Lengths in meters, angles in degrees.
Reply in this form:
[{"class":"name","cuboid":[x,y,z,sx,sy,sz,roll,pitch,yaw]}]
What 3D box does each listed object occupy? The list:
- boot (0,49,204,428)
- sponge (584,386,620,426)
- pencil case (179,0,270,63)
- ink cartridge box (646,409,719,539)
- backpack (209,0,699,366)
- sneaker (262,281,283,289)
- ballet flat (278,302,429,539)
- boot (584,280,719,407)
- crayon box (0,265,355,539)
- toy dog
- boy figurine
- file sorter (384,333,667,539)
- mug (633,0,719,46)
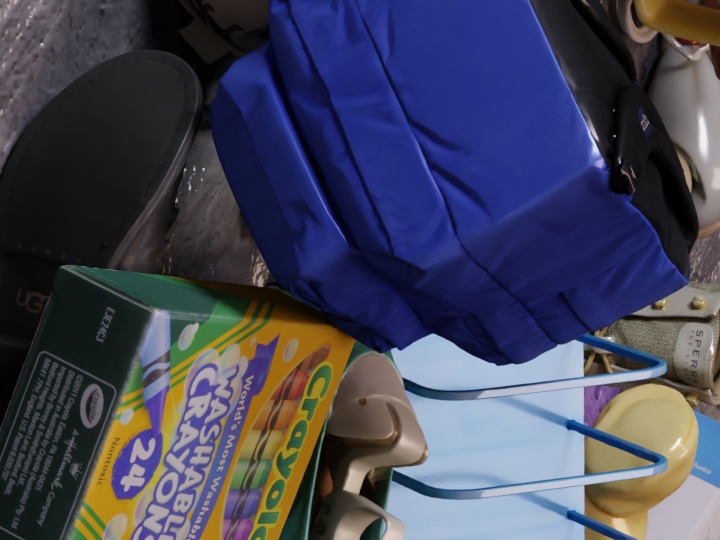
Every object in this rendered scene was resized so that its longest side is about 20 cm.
[{"class":"boot","cuboid":[-0.098,0.020,1.254,0.201,0.069,0.174,-65,155,-6]},{"class":"sponge","cuboid":[0.095,0.097,1.685,0.200,0.030,0.112,-40,137,-49]},{"class":"pencil case","cuboid":[-0.013,-0.180,1.297,0.078,0.089,0.201,46,57,-26]},{"class":"ink cartridge box","cuboid":[0.146,0.192,1.731,0.200,0.084,0.145,-51,158,-36]},{"class":"backpack","cuboid":[0.042,-0.050,1.220,0.200,0.167,0.163,31,38,-65]},{"class":"sneaker","cuboid":[-0.044,0.106,1.345,0.087,0.074,0.201,-114,-147,-84]},{"class":"ballet flat","cuboid":[-0.004,0.098,1.298,0.067,0.070,0.201,28,67,-48]},{"class":"boot","cuboid":[0.112,0.034,1.548,0.200,0.154,0.073,-18,117,-60]},{"class":"crayon box","cuboid":[-0.072,0.069,1.208,0.200,0.051,0.126,6,107,-63]},{"class":"toy dog","cuboid":[0.215,-0.103,1.745,0.132,0.096,0.201,-34,132,-53]},{"class":"boy figurine","cuboid":[0.096,0.124,1.536,0.200,0.124,0.065,-44,-169,35]},{"class":"file sorter","cuboid":[0.067,0.089,1.397,0.138,0.123,0.201,-5,101,-24]},{"class":"mug","cuboid":[0.185,-0.209,1.576,0.186,0.152,0.150,18,86,-63]}]
